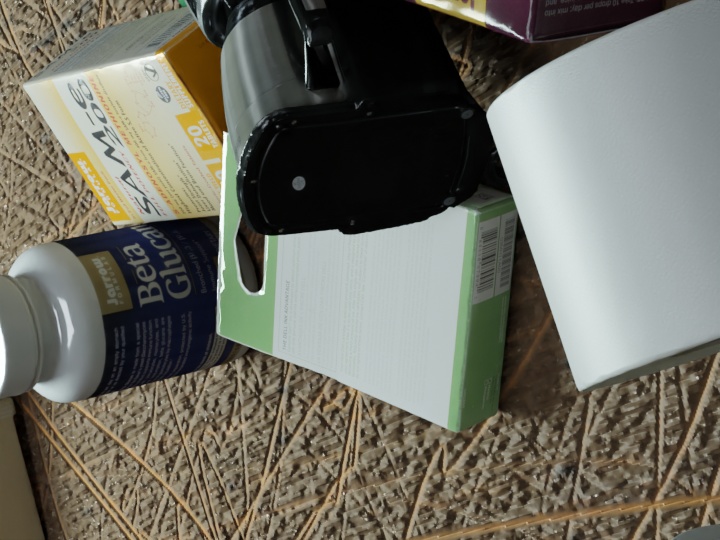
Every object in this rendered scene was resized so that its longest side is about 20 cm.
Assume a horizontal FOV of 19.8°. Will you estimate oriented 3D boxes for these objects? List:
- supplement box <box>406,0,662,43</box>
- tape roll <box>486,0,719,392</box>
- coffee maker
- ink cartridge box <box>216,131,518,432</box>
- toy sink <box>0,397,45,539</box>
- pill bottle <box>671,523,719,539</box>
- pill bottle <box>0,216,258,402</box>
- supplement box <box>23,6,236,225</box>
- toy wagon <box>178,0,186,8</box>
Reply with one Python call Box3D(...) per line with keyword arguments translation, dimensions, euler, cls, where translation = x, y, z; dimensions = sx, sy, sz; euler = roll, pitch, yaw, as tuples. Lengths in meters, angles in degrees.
Box3D(translation=(0.089, -0.235, 1.081), dimensions=(0.131, 0.103, 0.201), euler=(25, 120, 46), cls="supplement box")
Box3D(translation=(0.172, -0.041, 0.946), dimensions=(0.202, 0.202, 0.140), euler=(-29, 78, 53), cls="tape roll")
Box3D(translation=(-0.004, -0.130, 1.206), dimensions=(0.135, 0.191, 0.201), euler=(-51, 42, 39), cls="coffee maker")
Box3D(translation=(0.000, 0.000, 1.283), dimensions=(0.199, 0.048, 0.147), euler=(21, 117, 35), cls="ink cartridge box")
Box3D(translation=(-0.365, 0.170, 1.803), dimensions=(0.130, 0.112, 0.201), euler=(-8, 99, 54), cls="toy sink")
Box3D(translation=(0.196, 0.242, 1.072), dimensions=(0.113, 0.113, 0.202), euler=(24, 119, 47), cls="pill bottle")
Box3D(translation=(-0.179, 0.029, 1.435), dimensions=(0.111, 0.199, 0.112), euler=(20, 116, 48), cls="pill bottle")
Box3D(translation=(-0.128, -0.104, 1.395), dimensions=(0.199, 0.073, 0.126), euler=(-4, 124, 55), cls="supplement box")
Box3D(translation=(-0.075, -0.205, 1.363), dimensions=(0.201, 0.039, 0.155), euler=(58, 140, 25), cls="toy wagon")
